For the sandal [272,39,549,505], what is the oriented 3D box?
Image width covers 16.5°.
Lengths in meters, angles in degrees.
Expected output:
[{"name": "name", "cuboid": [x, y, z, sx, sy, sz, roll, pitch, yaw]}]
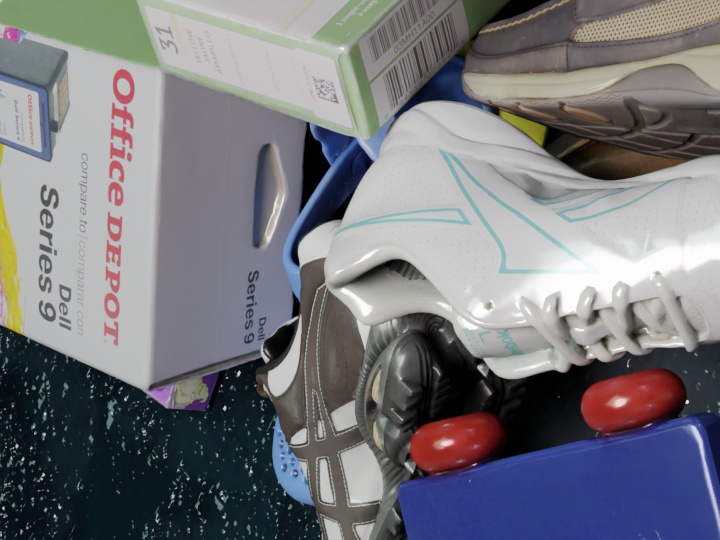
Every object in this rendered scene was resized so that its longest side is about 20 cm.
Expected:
[{"name": "sandal", "cuboid": [0.000, 0.000, 0.981, 0.079, 0.087, 0.200, 29, 108, 42]}]

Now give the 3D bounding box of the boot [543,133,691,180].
[{"name": "boot", "cuboid": [0.091, -0.011, 0.904, 0.200, 0.074, 0.076, -44, 65, 30]}]

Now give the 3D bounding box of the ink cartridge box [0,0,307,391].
[{"name": "ink cartridge box", "cuboid": [-0.122, -0.053, 1.028, 0.200, 0.087, 0.145, 21, 117, 37]}]

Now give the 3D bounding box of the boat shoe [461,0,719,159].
[{"name": "boat shoe", "cuboid": [0.113, -0.079, 0.803, 0.200, 0.074, 0.073, 2, 78, 51]}]

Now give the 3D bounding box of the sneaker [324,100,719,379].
[{"name": "sneaker", "cuboid": [0.077, 0.004, 0.799, 0.200, 0.070, 0.080, 12, 53, 35]}]

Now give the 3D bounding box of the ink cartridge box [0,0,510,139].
[{"name": "ink cartridge box", "cuboid": [-0.033, -0.128, 0.917, 0.200, 0.146, 0.048, 21, 144, 35]}]

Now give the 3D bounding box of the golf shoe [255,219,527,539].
[{"name": "golf shoe", "cuboid": [0.006, 0.060, 0.934, 0.094, 0.078, 0.200, 43, 144, 28]}]

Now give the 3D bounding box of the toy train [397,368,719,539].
[{"name": "toy train", "cuboid": [0.063, 0.089, 0.868, 0.200, 0.116, 0.085, -17, 84, 36]}]

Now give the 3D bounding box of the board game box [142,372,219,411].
[{"name": "board game box", "cuboid": [-0.119, -0.029, 1.146, 0.200, 0.032, 0.120, 32, 104, 44]}]
